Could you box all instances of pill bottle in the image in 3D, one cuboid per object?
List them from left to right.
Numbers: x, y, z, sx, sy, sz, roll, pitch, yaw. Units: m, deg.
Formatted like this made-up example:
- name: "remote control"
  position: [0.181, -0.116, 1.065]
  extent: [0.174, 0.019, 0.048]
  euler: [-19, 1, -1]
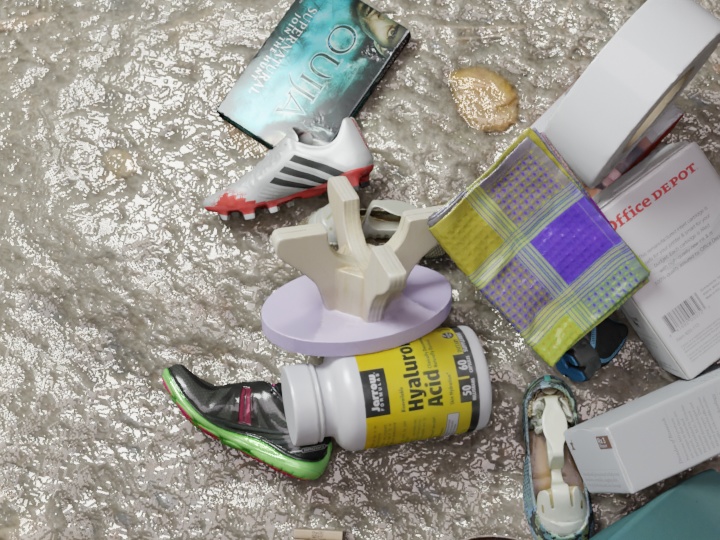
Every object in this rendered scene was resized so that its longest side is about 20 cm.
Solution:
- name: "pill bottle"
  position: [0.024, 0.123, 1.156]
  extent: [0.200, 0.111, 0.111]
  euler: [-8, 78, -11]

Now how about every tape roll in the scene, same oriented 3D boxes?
- name: "tape roll"
  position: [0.264, -0.177, 1.106]
  extent: [0.071, 0.202, 0.202]
  euler: [40, 84, 10]

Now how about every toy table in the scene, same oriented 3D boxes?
- name: "toy table"
  position: [0.000, 0.000, 1.133]
  extent: [0.200, 0.117, 0.184]
  euler: [-18, 40, -25]

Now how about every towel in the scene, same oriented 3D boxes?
- name: "towel"
  position: [0.173, -0.021, 1.091]
  extent: [0.144, 0.023, 0.200]
  euler: [-40, 102, 1]

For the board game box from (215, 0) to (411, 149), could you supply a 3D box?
- name: "board game box"
  position: [-0.053, -0.224, 1.294]
  extent: [0.135, 0.028, 0.200]
  euler: [33, 84, 10]

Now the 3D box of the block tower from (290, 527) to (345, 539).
- name: "block tower"
  position: [-0.051, 0.368, 1.164]
  extent: [0.058, 0.054, 0.200]
  euler: [2, 78, 6]

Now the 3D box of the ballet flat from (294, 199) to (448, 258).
- name: "ballet flat"
  position: [0.008, -0.049, 1.229]
  extent: [0.200, 0.075, 0.068]
  euler: [0, 54, 5]

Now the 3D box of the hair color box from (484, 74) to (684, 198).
- name: "hair color box"
  position: [0.240, -0.131, 1.235]
  extent: [0.111, 0.064, 0.200]
  euler: [44, 86, 10]

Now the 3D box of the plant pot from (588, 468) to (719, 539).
- name: "plant pot"
  position: [0.293, 0.290, 1.087]
  extent: [0.200, 0.141, 0.141]
  euler: [-33, 76, -34]

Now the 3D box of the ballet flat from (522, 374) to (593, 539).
- name: "ballet flat"
  position: [0.200, 0.207, 1.169]
  extent: [0.074, 0.074, 0.200]
  euler: [-9, 78, 3]

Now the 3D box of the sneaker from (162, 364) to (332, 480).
- name: "sneaker"
  position: [-0.119, 0.150, 1.209]
  extent: [0.200, 0.077, 0.084]
  euler: [28, 75, 0]

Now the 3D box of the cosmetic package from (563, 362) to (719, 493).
- name: "cosmetic package"
  position: [0.316, 0.153, 1.124]
  extent: [0.200, 0.102, 0.074]
  euler: [-22, 86, -16]

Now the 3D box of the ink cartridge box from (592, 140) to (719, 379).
- name: "ink cartridge box"
  position: [0.326, -0.013, 1.165]
  extent: [0.146, 0.083, 0.200]
  euler: [-36, 97, -3]

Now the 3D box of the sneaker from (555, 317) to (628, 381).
- name: "sneaker"
  position: [0.202, 0.021, 1.213]
  extent: [0.082, 0.073, 0.200]
  euler: [-34, 83, -19]

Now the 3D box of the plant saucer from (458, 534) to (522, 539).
- name: "plant saucer"
  position: [0.135, 0.372, 1.160]
  extent: [0.200, 0.032, 0.201]
  euler: [-1, 79, 4]

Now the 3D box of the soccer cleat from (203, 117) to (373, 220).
- name: "soccer cleat"
  position: [-0.083, -0.110, 1.236]
  extent: [0.200, 0.069, 0.085]
  euler: [-13, 96, 18]
